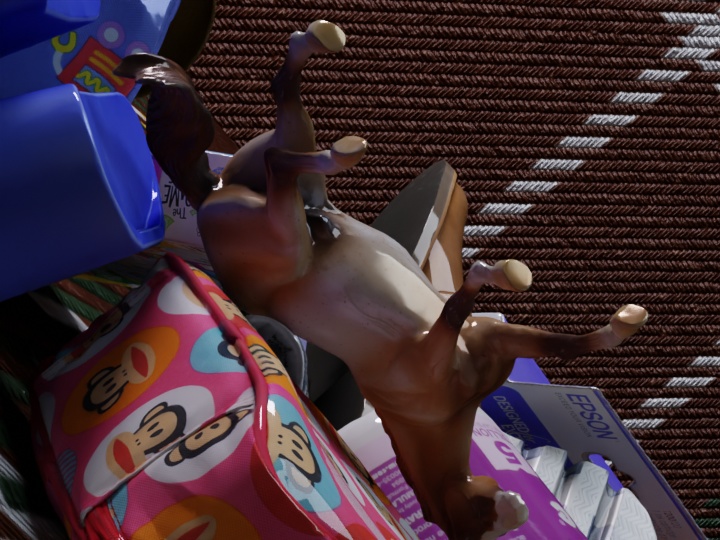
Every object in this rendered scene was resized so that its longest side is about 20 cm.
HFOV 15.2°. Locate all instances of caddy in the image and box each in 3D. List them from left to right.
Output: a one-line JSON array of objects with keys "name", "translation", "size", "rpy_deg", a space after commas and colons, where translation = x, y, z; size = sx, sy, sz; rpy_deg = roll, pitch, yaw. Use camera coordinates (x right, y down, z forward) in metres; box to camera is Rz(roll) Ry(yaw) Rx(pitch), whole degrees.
[{"name": "caddy", "translation": [-0.131, -0.054, 0.830], "size": [0.200, 0.105, 0.142], "rpy_deg": [-67, 140, -88]}]

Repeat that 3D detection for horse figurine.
[{"name": "horse figurine", "translation": [0.000, 0.000, 0.869], "size": [0.200, 0.050, 0.133], "rpy_deg": [40, -34, -3]}]

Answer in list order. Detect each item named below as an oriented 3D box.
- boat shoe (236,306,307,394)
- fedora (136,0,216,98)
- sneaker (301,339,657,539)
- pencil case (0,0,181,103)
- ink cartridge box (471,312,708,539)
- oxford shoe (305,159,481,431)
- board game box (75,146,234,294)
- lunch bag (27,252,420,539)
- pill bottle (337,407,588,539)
[{"name": "boat shoe", "translation": [-0.052, 0.045, 1.069], "size": [0.072, 0.068, 0.200], "rpy_deg": [51, -1, -4]}, {"name": "fedora", "translation": [-0.168, -0.157, 1.386], "size": [0.200, 0.082, 0.201], "rpy_deg": [21, -46, 23]}, {"name": "sneaker", "translation": [0.019, 0.107, 1.183], "size": [0.199, 0.115, 0.081], "rpy_deg": [35, 38, -2]}, {"name": "pencil case", "translation": [-0.163, -0.119, 0.996], "size": [0.200, 0.087, 0.078], "rpy_deg": [31, 29, -22]}, {"name": "ink cartridge box", "translation": [0.056, 0.082, 1.284], "size": [0.199, 0.044, 0.198], "rpy_deg": [1, -29, 26]}, {"name": "oxford shoe", "translation": [0.021, 0.036, 1.121], "size": [0.071, 0.071, 0.200], "rpy_deg": [34, 43, -20]}, {"name": "board game box", "translation": [-0.083, -0.019, 1.018], "size": [0.134, 0.034, 0.200], "rpy_deg": [10, -7, 12]}, {"name": "lunch bag", "translation": [-0.017, 0.096, 0.824], "size": [0.176, 0.082, 0.200], "rpy_deg": [50, 2, -22]}, {"name": "pill bottle", "translation": [0.053, 0.149, 0.953], "size": [0.200, 0.112, 0.112], "rpy_deg": [52, 3, 31]}]
